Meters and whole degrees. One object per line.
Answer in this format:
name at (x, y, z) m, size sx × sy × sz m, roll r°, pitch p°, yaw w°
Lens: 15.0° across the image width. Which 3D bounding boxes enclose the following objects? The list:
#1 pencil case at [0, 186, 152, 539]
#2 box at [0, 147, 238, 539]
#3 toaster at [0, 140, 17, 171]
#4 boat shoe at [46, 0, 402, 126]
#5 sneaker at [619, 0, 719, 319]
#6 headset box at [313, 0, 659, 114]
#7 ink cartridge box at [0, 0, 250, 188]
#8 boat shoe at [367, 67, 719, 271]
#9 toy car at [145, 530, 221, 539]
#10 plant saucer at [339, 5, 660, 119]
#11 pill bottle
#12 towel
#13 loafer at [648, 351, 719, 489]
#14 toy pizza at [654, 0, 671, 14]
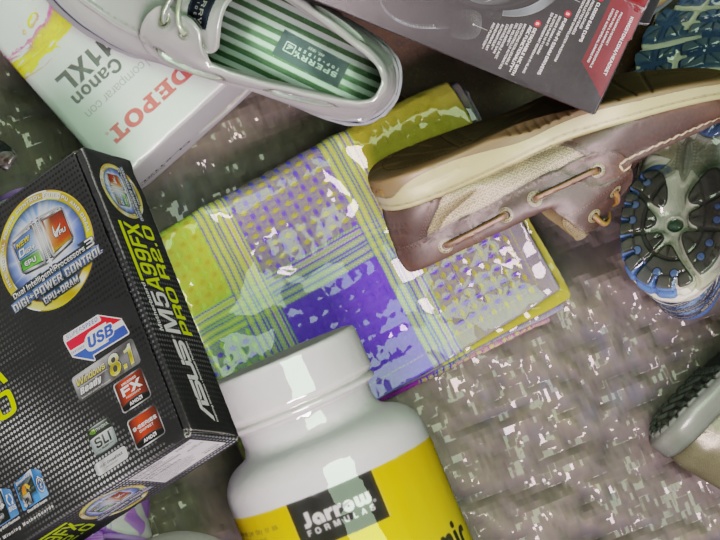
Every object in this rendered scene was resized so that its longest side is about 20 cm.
pencil case at (-0.151, 0.054, 1.418) m, size 0.083 × 0.086 × 0.201 m, roll -4°, pitch 80°, yaw -4°
box at (-0.171, 0.059, 1.360) m, size 0.200 × 0.044 × 0.161 m, roll -32°, pitch 68°, yaw 25°
toaster at (-0.276, -0.075, 1.363) m, size 0.118 × 0.200 × 0.181 m, roll -35°, pitch 88°, yaw -18°
boat shoe at (-0.071, -0.132, 1.369) m, size 0.199 × 0.067 × 0.074 m, roll 19°, pitch 89°, yaw 0°
sneaker at (0.186, -0.064, 1.502) m, size 0.077 × 0.085 × 0.201 m, roll 9°, pitch 66°, yaw 20°
headset box at (0.072, -0.181, 1.377) m, size 0.199 × 0.077 × 0.149 m, roll 19°, pitch 105°, yaw -19°
ink cartridge box at (-0.135, -0.163, 1.446) m, size 0.146 × 0.083 × 0.200 m, roll -42°, pitch 88°, yaw -1°
boat shoe at (0.107, -0.051, 1.440) m, size 0.199 × 0.072 × 0.072 m, roll -19°, pitch 104°, yaw -6°
toy car at (-0.126, 0.235, 1.358) m, size 0.175 × 0.149 × 0.201 m, roll -42°, pitch 119°, yaw -42°
plant saucer at (0.068, -0.164, 1.518) m, size 0.199 × 0.034 × 0.202 m, roll 2°, pitch 79°, yaw -8°
pill bottle at (-0.003, 0.136, 1.403) m, size 0.111 × 0.111 × 0.201 m, roll -23°, pitch 91°, yaw -12°
towel at (0.000, 0.000, 1.464) m, size 0.199 × 0.023 × 0.144 m, roll -26°, pitch 99°, yaw -9°
loafer at (0.247, 0.047, 1.496) m, size 0.200 × 0.075 × 0.070 m, roll -42°, pitch 95°, yaw -5°
toy pizza at (0.132, -0.219, 1.453) m, size 0.199 × 0.032 × 0.201 m, roll -11°, pitch 112°, yaw -30°
